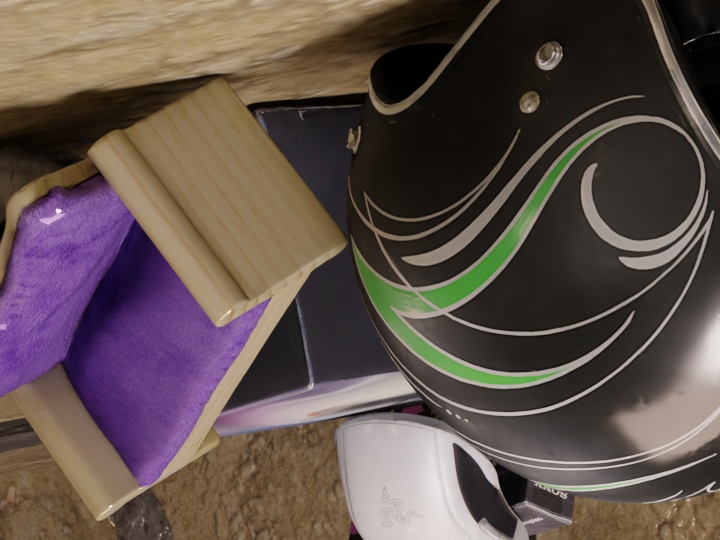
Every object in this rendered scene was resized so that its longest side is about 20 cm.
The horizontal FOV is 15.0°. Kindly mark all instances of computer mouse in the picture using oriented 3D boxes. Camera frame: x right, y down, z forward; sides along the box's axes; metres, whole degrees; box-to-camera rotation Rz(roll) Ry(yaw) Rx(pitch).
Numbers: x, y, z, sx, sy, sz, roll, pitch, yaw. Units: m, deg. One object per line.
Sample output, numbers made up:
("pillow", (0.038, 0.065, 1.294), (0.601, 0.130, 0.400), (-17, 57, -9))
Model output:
("computer mouse", (0.038, 0.128, 1.257), (0.109, 0.044, 0.200), (0, 150, 25))

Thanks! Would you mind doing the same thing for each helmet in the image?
("helmet", (0.091, -0.016, 0.967), (0.199, 0.201, 0.190), (-5, 155, -48))

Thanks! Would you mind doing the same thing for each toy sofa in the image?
("toy sofa", (-0.090, 0.022, 1.049), (0.097, 0.083, 0.200), (-31, 167, -30))

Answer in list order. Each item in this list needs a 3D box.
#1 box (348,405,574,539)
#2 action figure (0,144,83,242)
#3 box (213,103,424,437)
("box", (0.060, 0.043, 1.353), (0.036, 0.201, 0.143), (26, 151, -29))
("action figure", (-0.182, -0.003, 1.087), (0.199, 0.070, 0.130), (-20, 162, 34))
("box", (0.000, 0.000, 1.207), (0.197, 0.124, 0.200), (-6, 173, -32))
